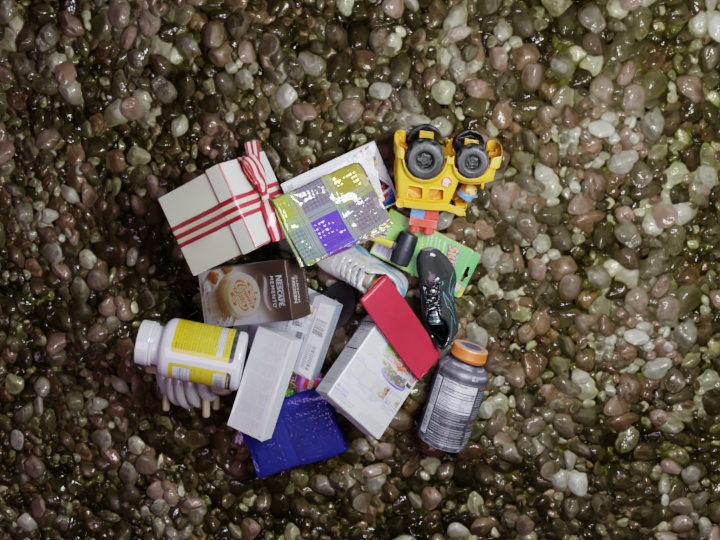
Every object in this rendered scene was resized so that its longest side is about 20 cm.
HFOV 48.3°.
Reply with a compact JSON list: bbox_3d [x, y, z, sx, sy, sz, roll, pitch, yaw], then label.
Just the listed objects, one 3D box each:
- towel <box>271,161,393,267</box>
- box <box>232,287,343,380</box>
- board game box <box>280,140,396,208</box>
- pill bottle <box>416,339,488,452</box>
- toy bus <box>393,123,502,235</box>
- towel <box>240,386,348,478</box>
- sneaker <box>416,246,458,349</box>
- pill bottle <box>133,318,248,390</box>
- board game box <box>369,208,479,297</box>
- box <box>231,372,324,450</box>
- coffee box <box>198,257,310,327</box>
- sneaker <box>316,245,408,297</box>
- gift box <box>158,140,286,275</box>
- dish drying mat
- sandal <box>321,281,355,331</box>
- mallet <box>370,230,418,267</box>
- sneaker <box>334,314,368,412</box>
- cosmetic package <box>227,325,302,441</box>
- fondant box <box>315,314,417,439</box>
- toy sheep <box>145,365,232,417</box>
[{"bbox_3d":[-0.050,-0.105,1.469,0.198,0.023,0.145,-25,85,-21],"label":"towel"},{"bbox_3d":[-0.148,0.101,1.577,0.197,0.041,0.158,23,102,20],"label":"box"},{"bbox_3d":[-0.039,-0.147,1.528,0.197,0.035,0.128,-25,96,-9],"label":"board game box"},{"bbox_3d":[0.185,0.239,1.560,0.104,0.106,0.203,18,100,3],"label":"pill bottle"},{"bbox_3d":[0.154,-0.161,1.493,0.196,0.136,0.195,5,112,3],"label":"toy bus"},{"bbox_3d":[-0.137,0.318,1.599,0.197,0.050,0.150,-17,101,10],"label":"towel"},{"bbox_3d":[0.148,0.054,1.526,0.074,0.079,0.203,-8,112,19],"label":"sneaker"},{"bbox_3d":[-0.315,0.151,1.498,0.196,0.111,0.113,12,101,-5],"label":"pill bottle"},{"bbox_3d":[0.126,-0.033,1.561,0.198,0.030,0.097,27,102,4],"label":"board game box"},{"bbox_3d":[-0.169,0.282,1.638,0.135,0.039,0.203,20,101,2],"label":"box"},{"bbox_3d":[-0.203,0.042,1.531,0.197,0.079,0.117,-8,92,24],"label":"coffee box"},{"bbox_3d":[0.000,0.000,1.553,0.197,0.081,0.078,24,103,3],"label":"sneaker"},{"bbox_3d":[-0.234,-0.122,1.506,0.185,0.200,0.187,-21,101,30],"label":"gift box"},{"bbox_3d":[0.076,0.107,1.513,0.077,0.018,0.201,-43,109,-21],"label":"dish drying mat"},{"bbox_3d":[-0.081,0.107,1.597,0.075,0.045,0.200,43,101,0],"label":"sandal"},{"bbox_3d":[0.018,-0.076,1.512,0.198,0.041,0.067,27,96,-15],"label":"mallet"},{"bbox_3d":[0.020,0.193,1.595,0.098,0.071,0.204,15,92,-13],"label":"sneaker"},{"bbox_3d":[-0.182,0.215,1.539,0.081,0.051,0.203,20,95,21],"label":"cosmetic package"},{"bbox_3d":[0.029,0.194,1.530,0.144,0.058,0.201,44,72,-21],"label":"fondant box"},{"bbox_3d":[-0.342,0.214,1.603,0.196,0.138,0.141,5,100,12],"label":"toy sheep"}]
